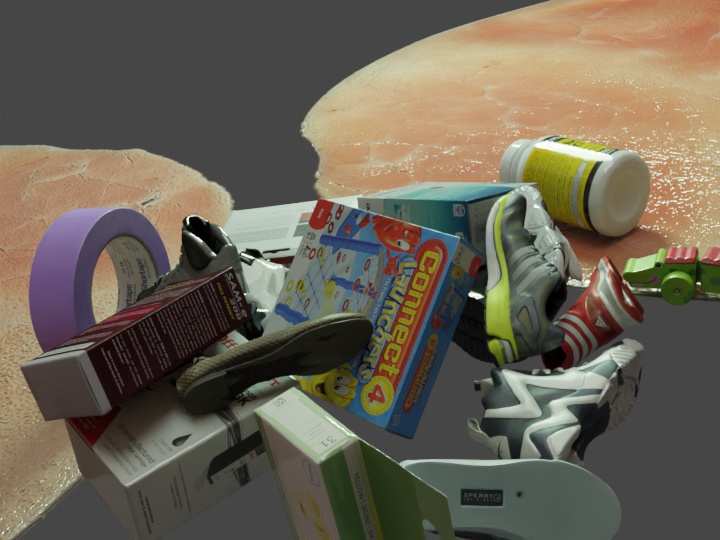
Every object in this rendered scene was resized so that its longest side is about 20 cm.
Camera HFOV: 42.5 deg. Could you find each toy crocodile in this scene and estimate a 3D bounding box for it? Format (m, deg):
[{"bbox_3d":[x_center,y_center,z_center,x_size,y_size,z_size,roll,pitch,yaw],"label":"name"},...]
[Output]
[{"bbox_3d":[0.397,0.000,1.042,0.197,0.063,0.067,5,29,30],"label":"toy crocodile"}]

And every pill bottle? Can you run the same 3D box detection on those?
[{"bbox_3d":[0.289,-0.123,1.276,0.111,0.114,0.199,-26,29,-28],"label":"pill bottle"}]

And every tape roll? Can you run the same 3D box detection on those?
[{"bbox_3d":[-0.305,0.027,1.110,0.064,0.203,0.201,-1,27,20],"label":"tape roll"}]

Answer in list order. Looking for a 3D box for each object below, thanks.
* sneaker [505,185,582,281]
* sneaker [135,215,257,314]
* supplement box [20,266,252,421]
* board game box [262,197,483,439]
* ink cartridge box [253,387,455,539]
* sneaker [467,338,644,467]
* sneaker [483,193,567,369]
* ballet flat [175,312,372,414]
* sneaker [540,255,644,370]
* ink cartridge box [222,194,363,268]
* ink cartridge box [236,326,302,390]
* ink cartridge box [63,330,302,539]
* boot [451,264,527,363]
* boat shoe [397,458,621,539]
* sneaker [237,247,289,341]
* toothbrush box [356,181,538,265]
[{"bbox_3d":[0.211,0.000,1.052,0.074,0.115,0.202,-27,35,20],"label":"sneaker"},{"bbox_3d":[-0.195,-0.004,1.056,0.198,0.118,0.074,-2,12,42],"label":"sneaker"},{"bbox_3d":[-0.211,0.068,0.893,0.108,0.062,0.199,-12,15,43],"label":"supplement box"},{"bbox_3d":[0.003,0.044,0.963,0.194,0.203,0.056,17,-8,38],"label":"board game box"},{"bbox_3d":[-0.001,0.194,0.715,0.047,0.148,0.199,-26,30,-25],"label":"ink cartridge box"},{"bbox_3d":[0.177,0.115,0.878,0.128,0.080,0.199,21,50,35],"label":"sneaker"},{"bbox_3d":[0.170,0.007,0.944,0.079,0.074,0.203,-5,56,14],"label":"sneaker"},{"bbox_3d":[-0.082,0.080,0.885,0.197,0.068,0.047,-21,42,-14],"label":"ballet flat"},{"bbox_3d":[0.236,0.049,0.988,0.115,0.079,0.200,-36,-10,15],"label":"sneaker"},{"bbox_3d":[-0.094,-0.021,1.257,0.196,0.085,0.176,-6,26,12],"label":"ink cartridge box"},{"bbox_3d":[-0.141,0.104,1.092,0.161,0.058,0.200,-24,50,-26],"label":"ink cartridge box"},{"bbox_3d":[-0.169,0.154,0.915,0.198,0.085,0.143,-27,39,-31],"label":"ink cartridge box"},{"bbox_3d":[0.153,0.033,1.068,0.137,0.079,0.198,-23,29,-34],"label":"boot"},{"bbox_3d":[0.110,0.189,0.770,0.196,0.072,0.091,9,-12,-6],"label":"boat shoe"},{"bbox_3d":[-0.132,0.013,1.113,0.088,0.075,0.200,-26,56,-28],"label":"sneaker"},{"bbox_3d":[0.114,-0.064,1.201,0.145,0.087,0.198,-16,14,-40],"label":"toothbrush box"}]
